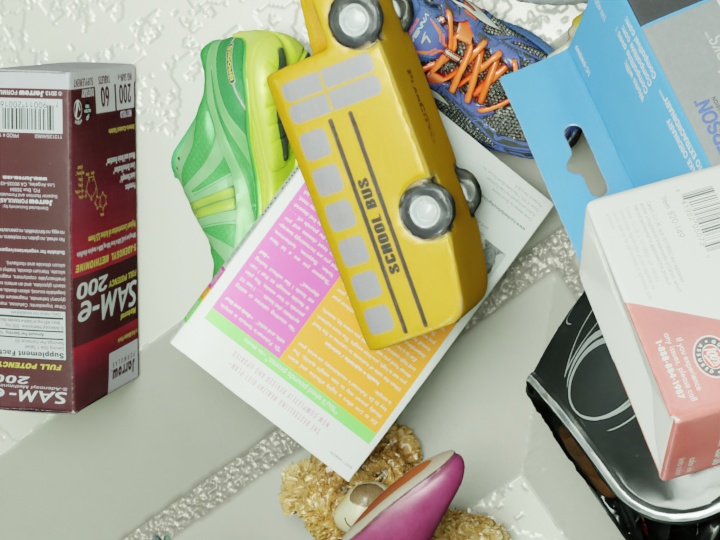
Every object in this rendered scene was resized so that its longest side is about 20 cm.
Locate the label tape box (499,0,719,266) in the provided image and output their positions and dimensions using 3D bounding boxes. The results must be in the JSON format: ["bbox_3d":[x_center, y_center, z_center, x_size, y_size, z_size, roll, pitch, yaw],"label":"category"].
[{"bbox_3d":[0.179,-0.096,0.880,0.198,0.063,0.145,-21,57,1],"label":"label tape box"}]

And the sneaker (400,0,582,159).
[{"bbox_3d":[0.042,-0.130,1.027,0.199,0.078,0.076,36,106,8],"label":"sneaker"}]

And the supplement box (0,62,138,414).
[{"bbox_3d":[-0.181,-0.023,1.086,0.060,0.109,0.202,3,100,14],"label":"supplement box"}]

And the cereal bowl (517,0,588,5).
[{"bbox_3d":[0.122,-0.236,0.973,0.198,0.083,0.202,-7,75,28],"label":"cereal bowl"}]

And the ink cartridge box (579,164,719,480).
[{"bbox_3d":[0.211,0.006,0.803,0.198,0.068,0.117,-15,60,-5],"label":"ink cartridge box"}]

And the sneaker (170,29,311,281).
[{"bbox_3d":[-0.070,-0.047,1.083,0.083,0.074,0.202,16,106,37],"label":"sneaker"}]

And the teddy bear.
[{"bbox_3d":[0.021,0.197,1.086,0.144,0.067,0.202,0,98,12],"label":"teddy bear"}]

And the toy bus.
[{"bbox_3d":[0.009,-0.066,0.974,0.078,0.065,0.202,-19,94,21],"label":"toy bus"}]

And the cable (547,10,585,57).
[{"bbox_3d":[0.198,-0.165,0.987,0.097,0.050,0.201,38,100,8],"label":"cable"}]

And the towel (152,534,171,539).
[{"bbox_3d":[-0.067,0.245,1.047,0.022,0.201,0.147,-37,66,-17],"label":"towel"}]

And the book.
[{"bbox_3d":[0.000,0.000,1.034,0.133,0.048,0.201,38,89,-8],"label":"book"}]

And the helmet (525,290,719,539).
[{"bbox_3d":[0.202,0.063,0.915,0.190,0.200,0.201,-35,88,-1],"label":"helmet"}]

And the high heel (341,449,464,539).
[{"bbox_3d":[0.019,0.191,1.023,0.096,0.067,0.200,43,121,5],"label":"high heel"}]
